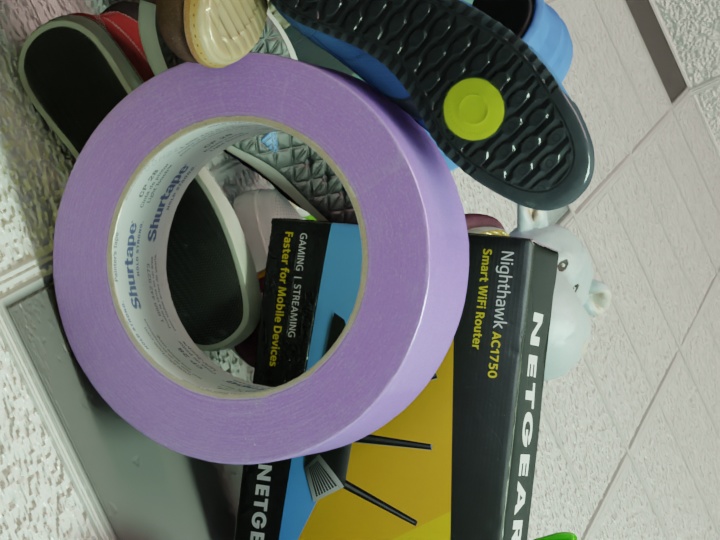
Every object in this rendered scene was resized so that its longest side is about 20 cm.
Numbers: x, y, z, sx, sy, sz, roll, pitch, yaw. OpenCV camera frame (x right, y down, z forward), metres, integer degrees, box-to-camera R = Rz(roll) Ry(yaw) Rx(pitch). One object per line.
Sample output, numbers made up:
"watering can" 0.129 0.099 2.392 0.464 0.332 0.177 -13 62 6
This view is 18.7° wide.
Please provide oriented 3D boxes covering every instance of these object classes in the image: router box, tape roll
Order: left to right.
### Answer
"tape roll" -0.050 -0.006 1.088 0.200 0.200 0.066 69 19 7
"router box" 0.017 0.078 1.141 0.051 0.149 0.200 14 82 -67

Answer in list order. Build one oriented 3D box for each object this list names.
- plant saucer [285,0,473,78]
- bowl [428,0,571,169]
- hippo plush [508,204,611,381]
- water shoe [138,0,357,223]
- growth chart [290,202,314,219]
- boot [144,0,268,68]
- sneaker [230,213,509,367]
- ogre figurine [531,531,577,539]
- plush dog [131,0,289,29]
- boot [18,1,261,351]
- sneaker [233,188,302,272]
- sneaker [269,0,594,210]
"plant saucer" -0.008 -0.145 1.373 0.036 0.200 0.200 61 19 -26
"bowl" 0.035 -0.119 1.385 0.039 0.200 0.201 61 19 -26
"hippo plush" 0.093 0.047 1.479 0.159 0.161 0.200 57 21 -25
"water shoe" -0.063 -0.093 1.205 0.200 0.072 0.079 48 -10 -33
"growth chart" -0.046 -0.115 1.515 0.145 0.018 0.200 28 42 -62
"boot" -0.133 -0.150 1.093 0.200 0.166 0.072 -90 165 -51
"sneaker" 0.000 0.000 1.281 0.200 0.075 0.090 -22 47 -40
"ogre figurine" 0.099 0.229 1.388 0.200 0.098 0.120 28 52 -45
"plush dog" -0.112 -0.205 1.304 0.172 0.160 0.200 46 -9 -15
"boot" -0.101 -0.058 1.221 0.200 0.072 0.144 62 17 -4
"sneaker" 0.011 0.020 1.361 0.200 0.115 0.074 61 21 -13
"sneaker" 0.037 -0.105 1.071 0.200 0.066 0.078 40 9 9
